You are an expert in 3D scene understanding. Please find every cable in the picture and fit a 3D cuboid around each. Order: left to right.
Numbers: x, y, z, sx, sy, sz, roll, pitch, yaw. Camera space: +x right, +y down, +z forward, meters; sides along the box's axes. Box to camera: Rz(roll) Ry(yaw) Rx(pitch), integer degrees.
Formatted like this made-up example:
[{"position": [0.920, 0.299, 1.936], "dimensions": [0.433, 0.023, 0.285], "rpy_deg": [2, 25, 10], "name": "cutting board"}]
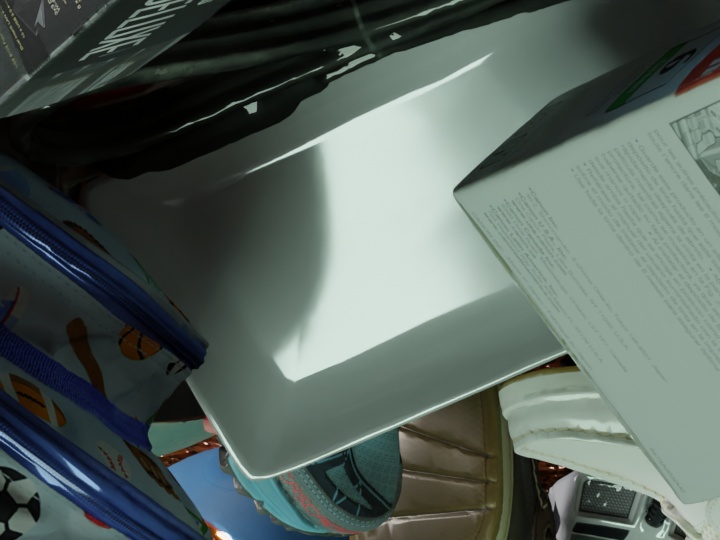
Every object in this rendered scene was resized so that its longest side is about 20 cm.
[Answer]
[{"position": [-0.018, -0.071, 0.699], "dimensions": [0.200, 0.050, 0.097], "rpy_deg": [-23, 167, 18], "name": "cable"}]

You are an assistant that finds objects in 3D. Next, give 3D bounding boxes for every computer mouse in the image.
[{"position": [0.106, 0.089, 1.022], "dimensions": [0.110, 0.044, 0.200], "rpy_deg": [17, 148, -3], "name": "computer mouse"}]

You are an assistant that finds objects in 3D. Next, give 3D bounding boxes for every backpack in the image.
[{"position": [-0.123, 0.039, 0.713], "dimensions": [0.190, 0.154, 0.200], "rpy_deg": [44, -177, 9], "name": "backpack"}]

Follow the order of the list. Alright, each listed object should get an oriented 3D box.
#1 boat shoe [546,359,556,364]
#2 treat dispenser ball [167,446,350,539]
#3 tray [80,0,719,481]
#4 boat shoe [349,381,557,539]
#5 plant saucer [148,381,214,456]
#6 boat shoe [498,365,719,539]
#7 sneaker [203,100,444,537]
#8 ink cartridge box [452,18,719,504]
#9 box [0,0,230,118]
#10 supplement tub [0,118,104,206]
[{"position": [0.079, -0.002, 0.847], "dimensions": [0.200, 0.057, 0.067], "rpy_deg": [-11, 174, 42], "name": "boat shoe"}, {"position": [-0.034, 0.169, 1.091], "dimensions": [0.201, 0.201, 0.201], "rpy_deg": [17, 154, 9], "name": "treat dispenser ball"}, {"position": [0.030, -0.022, 0.764], "dimensions": [0.200, 0.022, 0.107], "rpy_deg": [-25, 109, 17], "name": "tray"}, {"position": [0.040, 0.109, 0.986], "dimensions": [0.073, 0.200, 0.065], "rpy_deg": [11, -167, 40], "name": "boat shoe"}, {"position": [-0.118, 0.029, 0.924], "dimensions": [0.201, 0.039, 0.201], "rpy_deg": [9, -162, -3], "name": "plant saucer"}, {"position": [0.141, 0.078, 0.893], "dimensions": [0.200, 0.069, 0.071], "rpy_deg": [12, 167, -8], "name": "boat shoe"}, {"position": [0.000, 0.000, 0.820], "dimensions": [0.095, 0.079, 0.200], "rpy_deg": [2, 121, 20], "name": "sneaker"}, {"position": [0.116, -0.012, 0.651], "dimensions": [0.109, 0.050, 0.200], "rpy_deg": [53, 149, -8], "name": "ink cartridge box"}, {"position": [-0.074, -0.148, 0.559], "dimensions": [0.158, 0.050, 0.200], "rpy_deg": [-31, 84, 58], "name": "box"}, {"position": [-0.147, -0.041, 0.864], "dimensions": [0.200, 0.123, 0.123], "rpy_deg": [13, 153, 14], "name": "supplement tub"}]
